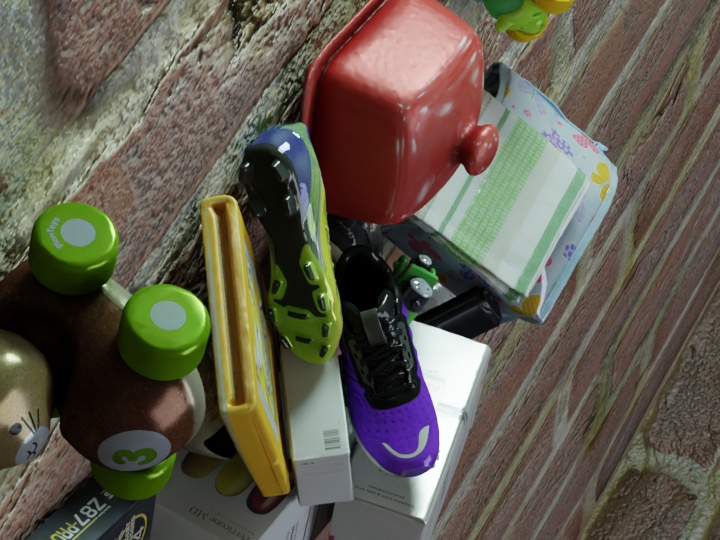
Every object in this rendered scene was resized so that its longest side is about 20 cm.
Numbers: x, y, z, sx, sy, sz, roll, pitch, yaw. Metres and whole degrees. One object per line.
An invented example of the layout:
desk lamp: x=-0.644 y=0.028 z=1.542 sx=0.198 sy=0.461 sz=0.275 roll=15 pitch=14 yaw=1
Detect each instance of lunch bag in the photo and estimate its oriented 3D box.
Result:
lunch bag: x=0.138 y=-0.072 z=1.918 sx=0.201 sy=0.169 sz=0.127 roll=-58 pitch=-158 yaw=-16

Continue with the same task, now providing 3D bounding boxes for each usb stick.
usb stick: x=0.040 y=0.073 z=1.881 sx=0.199 sy=0.033 sz=0.055 roll=-28 pitch=144 yaw=14

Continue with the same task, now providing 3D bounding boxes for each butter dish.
butter dish: x=0.044 y=-0.123 z=1.645 sx=0.200 sy=0.147 sz=0.201 roll=-51 pitch=157 yaw=-40

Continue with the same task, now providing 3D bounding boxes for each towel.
towel: x=0.102 y=-0.084 z=1.823 sx=0.150 sy=0.200 sz=0.031 roll=-58 pitch=-166 yaw=-23

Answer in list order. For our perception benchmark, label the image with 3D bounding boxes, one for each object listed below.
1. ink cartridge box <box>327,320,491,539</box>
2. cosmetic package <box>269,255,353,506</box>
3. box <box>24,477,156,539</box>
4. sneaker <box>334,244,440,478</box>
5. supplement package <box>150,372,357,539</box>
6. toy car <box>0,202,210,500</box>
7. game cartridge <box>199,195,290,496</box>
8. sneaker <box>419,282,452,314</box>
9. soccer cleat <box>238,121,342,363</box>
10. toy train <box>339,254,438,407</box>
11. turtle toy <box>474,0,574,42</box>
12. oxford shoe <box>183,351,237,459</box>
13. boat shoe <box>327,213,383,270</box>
ink cartridge box: x=0.040 y=0.168 z=1.761 sx=0.147 sy=0.082 sz=0.201 roll=100 pitch=11 yaw=-50
cosmetic package: x=-0.041 y=0.086 z=1.661 sx=0.083 sy=0.050 sz=0.201 roll=82 pitch=0 yaw=-57
box: x=-0.227 y=0.267 z=1.534 sx=0.161 sy=0.049 sz=0.201 roll=-38 pitch=148 yaw=-50
sneaker: x=0.013 y=0.068 z=1.634 sx=0.100 sy=0.069 sz=0.201 roll=81 pitch=-7 yaw=-64
supplement package: x=-0.096 y=0.193 z=1.707 sx=0.200 sy=0.113 sz=0.110 roll=-47 pitch=156 yaw=-47
toy car: x=-0.208 y=0.088 z=1.218 sx=0.200 sy=0.158 sz=0.165 roll=-37 pitch=159 yaw=-36
game cartridge: x=-0.085 y=0.063 z=1.551 sx=0.200 sy=0.032 sz=0.178 roll=71 pitch=10 yaw=-65
sneaker: x=0.032 y=0.108 z=2.043 sx=0.088 sy=0.081 sz=0.202 roll=-26 pitch=129 yaw=-62
soccer cleat: x=-0.042 y=-0.022 z=1.580 sx=0.084 sy=0.064 sz=0.202 roll=-49 pitch=134 yaw=-50
toy train: x=0.006 y=0.069 z=1.758 sx=0.200 sy=0.042 sz=0.057 roll=-55 pitch=-161 yaw=28
turtle toy: x=0.160 y=-0.305 z=1.816 sx=0.201 sy=0.101 sz=0.146 roll=-65 pitch=-174 yaw=-12
oxford shoe: x=-0.128 y=0.081 z=1.532 sx=0.071 sy=0.073 sz=0.200 roll=-56 pitch=159 yaw=-20
boat shoe: x=0.000 y=0.000 z=1.802 sx=0.068 sy=0.071 sz=0.200 roll=-55 pitch=158 yaw=-17
